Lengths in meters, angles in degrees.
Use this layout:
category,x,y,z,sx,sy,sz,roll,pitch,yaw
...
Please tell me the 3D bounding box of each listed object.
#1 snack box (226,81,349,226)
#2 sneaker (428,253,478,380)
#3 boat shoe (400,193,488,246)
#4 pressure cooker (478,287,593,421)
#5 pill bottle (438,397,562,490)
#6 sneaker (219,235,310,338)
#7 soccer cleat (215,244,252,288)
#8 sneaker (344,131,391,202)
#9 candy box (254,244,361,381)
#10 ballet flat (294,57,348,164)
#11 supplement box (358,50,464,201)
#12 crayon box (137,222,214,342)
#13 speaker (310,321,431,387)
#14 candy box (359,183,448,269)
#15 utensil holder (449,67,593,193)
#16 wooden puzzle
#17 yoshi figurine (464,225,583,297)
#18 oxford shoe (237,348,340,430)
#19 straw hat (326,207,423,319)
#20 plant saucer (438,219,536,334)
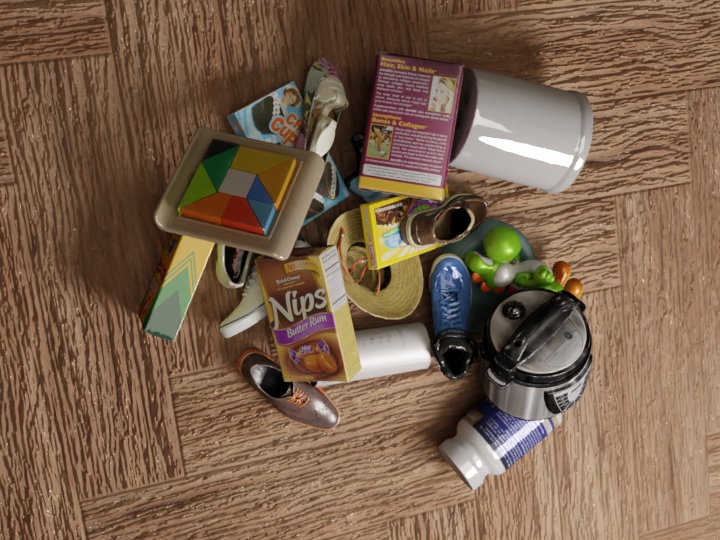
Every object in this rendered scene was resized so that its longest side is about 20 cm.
category,x,y,z,sx,sy,sz,roll,pitch,yaw
snack box,-0.109,-0.176,1.346,0.116,0.037,0.201,-35,107,-27
sneaker,0.152,0.080,1.415,0.076,0.111,0.201,0,109,-4
boat shoe,0.155,-0.077,1.400,0.202,0.075,0.075,-25,109,-43
pressure cooker,0.275,0.128,1.388,0.177,0.200,0.177,0,54,5
pill bottle,0.238,0.278,1.496,0.200,0.116,0.116,-38,107,-10
sneaker,-0.151,0.024,1.366,0.200,0.073,0.071,-41,99,-18
soccer cleat,-0.186,-0.070,1.326,0.068,0.085,0.201,5,97,-18
sneaker,0.034,-0.208,1.382,0.090,0.078,0.201,20,91,-16
candy box,-0.077,0.066,1.297,0.116,0.056,0.201,-4,106,28
ballet flat,-0.056,-0.230,1.317,0.069,0.071,0.201,19,78,-33
supplement box,0.076,-0.211,1.302,0.130,0.103,0.201,10,94,6
crayon box,-0.268,-0.006,1.289,0.051,0.127,0.201,22,90,-20
speaker,0.013,0.136,1.423,0.199,0.081,0.082,-8,100,-17
candy box,0.078,-0.074,1.393,0.199,0.026,0.103,-20,108,-45
utensil holder,0.242,-0.225,1.399,0.199,0.170,0.171,10,95,-16
wooden puzzle,-0.170,-0.118,1.233,0.199,0.037,0.186,16,60,7
yoshi figurine,0.272,-0.013,1.435,0.199,0.112,0.113,16,69,-21
oxford shoe,-0.111,0.203,1.397,0.200,0.073,0.071,35,87,-19
straw hat,0.000,0.000,1.391,0.200,0.085,0.202,21,56,-35
plant saucer,0.224,0.014,1.495,0.199,0.036,0.201,-3,99,-18
